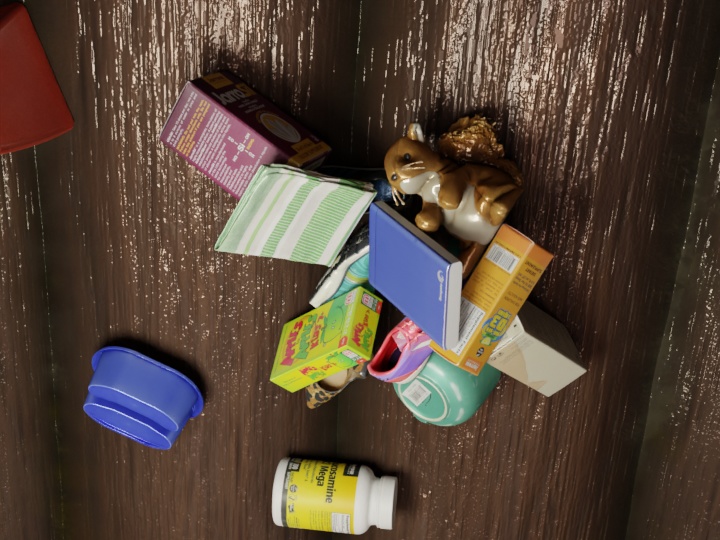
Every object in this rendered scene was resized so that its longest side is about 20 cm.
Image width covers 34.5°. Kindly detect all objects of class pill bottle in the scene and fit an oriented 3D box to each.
[{"bbox_3d":[-0.041,0.375,1.924,0.197,0.113,0.114,4,117,6],"label":"pill bottle"}]

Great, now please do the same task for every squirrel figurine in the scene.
[{"bbox_3d":[0.128,-0.129,1.619,0.186,0.200,0.142,33,138,5],"label":"squirrel figurine"}]

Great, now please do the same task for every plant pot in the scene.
[{"bbox_3d":[-0.565,-0.245,1.673,0.198,0.177,0.202,-13,113,15],"label":"plant pot"}]

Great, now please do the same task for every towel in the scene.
[{"bbox_3d":[-0.085,-0.073,1.600,0.199,0.023,0.153,7,127,-41],"label":"towel"}]

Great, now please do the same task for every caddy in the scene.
[{"bbox_3d":[-0.356,0.200,1.899,0.198,0.106,0.142,25,140,-4],"label":"caddy"}]

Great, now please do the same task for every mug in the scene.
[{"bbox_3d":[0.126,0.172,1.766,0.151,0.114,0.187,7,127,37],"label":"mug"}]

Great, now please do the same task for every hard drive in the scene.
[{"bbox_3d":[0.072,0.004,1.598,0.025,0.200,0.133,-15,124,-26],"label":"hard drive"}]

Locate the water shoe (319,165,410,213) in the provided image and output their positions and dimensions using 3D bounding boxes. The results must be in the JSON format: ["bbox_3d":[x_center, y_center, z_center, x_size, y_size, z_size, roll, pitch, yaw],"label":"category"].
[{"bbox_3d":[-0.025,-0.116,1.694,0.198,0.079,0.072,-7,104,14],"label":"water shoe"}]

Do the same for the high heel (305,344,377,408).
[{"bbox_3d":[-0.038,0.171,1.804,0.071,0.143,0.201,23,117,-16],"label":"high heel"}]

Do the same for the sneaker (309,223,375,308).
[{"bbox_3d":[0.000,0.000,1.757,0.079,0.078,0.200,32,130,-8],"label":"sneaker"}]

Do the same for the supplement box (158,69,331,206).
[{"bbox_3d":[-0.161,-0.179,1.642,0.199,0.131,0.104,36,116,6],"label":"supplement box"}]

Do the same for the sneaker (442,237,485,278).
[{"bbox_3d":[0.157,0.021,1.738,0.120,0.084,0.201,32,160,33],"label":"sneaker"}]

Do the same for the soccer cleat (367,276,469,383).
[{"bbox_3d":[0.086,0.083,1.654,0.201,0.073,0.068,-53,55,23],"label":"soccer cleat"}]

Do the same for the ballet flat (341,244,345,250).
[{"bbox_3d":[-0.088,-0.057,1.695,0.070,0.199,0.072,-8,75,33],"label":"ballet flat"}]

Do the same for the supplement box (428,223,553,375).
[{"bbox_3d":[0.179,0.041,1.597,0.066,0.069,0.201,25,100,-50],"label":"supplement box"}]

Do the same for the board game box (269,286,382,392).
[{"bbox_3d":[-0.054,0.107,1.755,0.047,0.102,0.199,30,144,-27],"label":"board game box"}]

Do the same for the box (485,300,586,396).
[{"bbox_3d":[0.242,0.105,1.700,0.078,0.096,0.199,-37,140,19],"label":"box"}]
